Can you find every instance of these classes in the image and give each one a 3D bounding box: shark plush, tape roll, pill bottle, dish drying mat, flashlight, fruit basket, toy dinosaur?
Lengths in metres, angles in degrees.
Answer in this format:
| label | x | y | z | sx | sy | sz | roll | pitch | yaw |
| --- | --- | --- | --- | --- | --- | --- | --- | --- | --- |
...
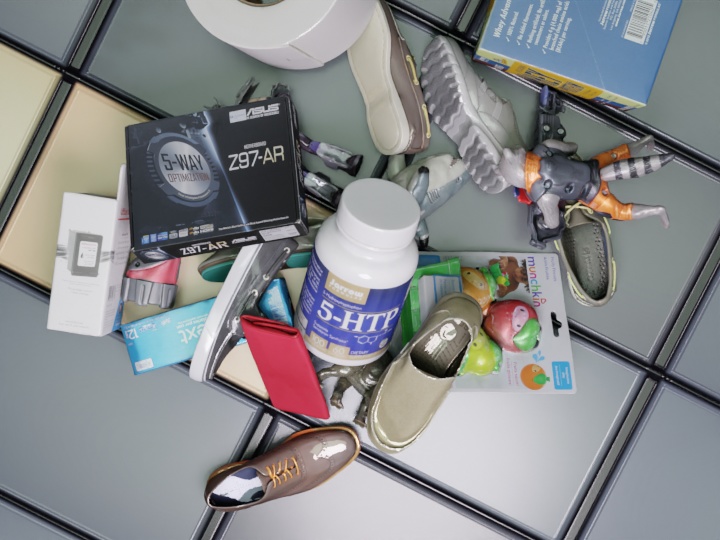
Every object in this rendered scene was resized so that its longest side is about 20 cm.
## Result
| label | x | y | z | sx | sy | sz | roll | pitch | yaw |
| --- | --- | --- | --- | --- | --- | --- | --- | --- | --- |
| shark plush | 0.058 | -0.052 | 1.661 | 0.083 | 0.091 | 0.201 | 25 | 88 | -30 |
| tape roll | -0.091 | -0.340 | 1.589 | 0.202 | 0.139 | 0.204 | 0 | 89 | 15 |
| pill bottle | 0.000 | 0.000 | 1.578 | 0.119 | 0.120 | 0.200 | 17 | 131 | 0 |
| dish drying mat | -0.085 | 0.114 | 1.613 | 0.077 | 0.200 | 0.018 | 11 | 60 | 17 |
| flashlight | -0.240 | -0.057 | 1.667 | 0.068 | 0.068 | 0.201 | 9 | 91 | 39 |
| fruit basket | 0.147 | 0.055 | 1.624 | 0.199 | 0.094 | 0.186 | -1 | 62 | -4 |
| toy dinosaur | 0.005 | 0.122 | 1.674 | 0.200 | 0.077 | 0.102 | 31 | 66 | 9 |

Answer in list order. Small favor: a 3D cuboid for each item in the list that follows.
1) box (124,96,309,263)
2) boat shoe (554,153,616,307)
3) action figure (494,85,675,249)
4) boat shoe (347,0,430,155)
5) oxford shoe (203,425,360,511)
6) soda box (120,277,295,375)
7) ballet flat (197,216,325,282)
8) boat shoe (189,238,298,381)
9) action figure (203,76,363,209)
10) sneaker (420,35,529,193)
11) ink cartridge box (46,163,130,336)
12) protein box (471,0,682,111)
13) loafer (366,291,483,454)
| label | x | y | z | sx | sy | sz | roll | pitch | yaw |
| --- | --- | --- | --- | --- | --- | --- | --- | --- | --- |
| box | -0.165 | -0.103 | 1.589 | 0.199 | 0.044 | 0.161 | -9 | 69 | 8 |
| boat shoe | 0.261 | -0.055 | 1.656 | 0.072 | 0.060 | 0.202 | -15 | 93 | 2 |
| action figure | 0.250 | -0.131 | 1.592 | 0.193 | 0.105 | 0.201 | -1 | 74 | -7 |
| boat shoe | 0.036 | -0.233 | 1.651 | 0.059 | 0.072 | 0.201 | -4 | 76 | -41 |
| oxford shoe | -0.093 | 0.245 | 1.673 | 0.199 | 0.073 | 0.072 | -24 | 92 | 2 |
| soda box | -0.179 | 0.066 | 1.668 | 0.199 | 0.068 | 0.064 | -16 | 91 | 2 |
| ballet flat | -0.097 | -0.029 | 1.672 | 0.199 | 0.067 | 0.064 | -8 | 65 | 2 |
| boat shoe | -0.130 | 0.043 | 1.602 | 0.066 | 0.070 | 0.201 | 25 | 83 | 3 |
| action figure | -0.097 | -0.153 | 1.656 | 0.199 | 0.069 | 0.130 | 27 | 98 | 3 |
| sneaker | 0.139 | -0.189 | 1.660 | 0.082 | 0.075 | 0.201 | -23 | 85 | -35 |
| ink cartridge box | -0.312 | -0.030 | 1.643 | 0.066 | 0.116 | 0.201 | 8 | 93 | 2 |
| protein box | 0.255 | -0.310 | 1.605 | 0.199 | 0.135 | 0.199 | 18 | 94 | 0 |
| loafer | 0.066 | 0.114 | 1.531 | 0.075 | 0.068 | 0.201 | 28 | 99 | 3 |
